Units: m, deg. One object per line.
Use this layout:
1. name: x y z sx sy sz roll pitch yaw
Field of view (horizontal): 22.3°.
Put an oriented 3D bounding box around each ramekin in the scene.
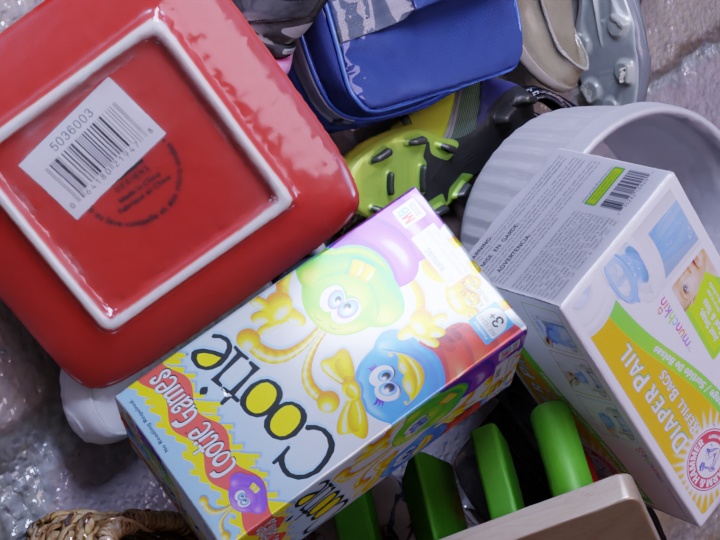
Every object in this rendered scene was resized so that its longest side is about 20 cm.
1. ramekin: 0.158 -0.015 1.216 0.199 0.105 0.202 -9 106 -34

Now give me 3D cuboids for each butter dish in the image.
1. butter dish: -0.133 -0.074 1.034 0.199 0.148 0.200 -35 114 6

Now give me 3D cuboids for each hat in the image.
1. hat: 0.119 0.142 1.239 0.201 0.081 0.201 45 16 -16

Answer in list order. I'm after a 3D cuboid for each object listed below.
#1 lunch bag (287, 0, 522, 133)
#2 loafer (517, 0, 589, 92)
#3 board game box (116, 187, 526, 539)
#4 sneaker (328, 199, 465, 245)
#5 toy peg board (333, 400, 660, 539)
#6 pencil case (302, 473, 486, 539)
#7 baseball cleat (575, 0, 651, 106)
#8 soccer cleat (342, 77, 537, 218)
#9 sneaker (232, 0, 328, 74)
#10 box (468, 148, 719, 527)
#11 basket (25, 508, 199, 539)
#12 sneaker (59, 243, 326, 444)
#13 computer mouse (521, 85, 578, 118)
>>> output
1. lunch bag: 0.016 -0.169 1.176 0.199 0.132 0.137 -25 104 -40
2. loafer: 0.123 -0.223 1.305 0.201 0.068 0.076 64 24 -16
3. board game box: -0.021 0.065 1.009 0.199 0.103 0.105 -35 74 -13
4. sneaker: 0.000 0.000 1.207 0.200 0.070 0.076 -34 91 -45
5. toy peg board: 0.085 0.180 1.111 0.200 0.198 0.098 59 13 -48
6. pencil case: 0.009 0.162 1.186 0.199 0.078 0.090 33 77 -36
7. baseball cleat: 0.203 -0.215 1.394 0.106 0.069 0.202 -16 99 -42
8. soccer cleat: 0.041 -0.081 1.228 0.200 0.083 0.065 -28 123 -44
9. sneaker: -0.092 -0.209 1.068 0.200 0.095 0.079 46 30 1
10. box: 0.162 0.042 1.101 0.113 0.101 0.200 -48 124 -18
11. basket: -0.090 0.216 1.044 0.199 0.148 0.144 32 67 -36
12. sneaker: -0.095 0.026 1.083 0.200 0.099 0.078 -48 118 -34
13. computer mouse: 0.126 -0.034 1.305 0.140 0.046 0.201 30 84 -8
